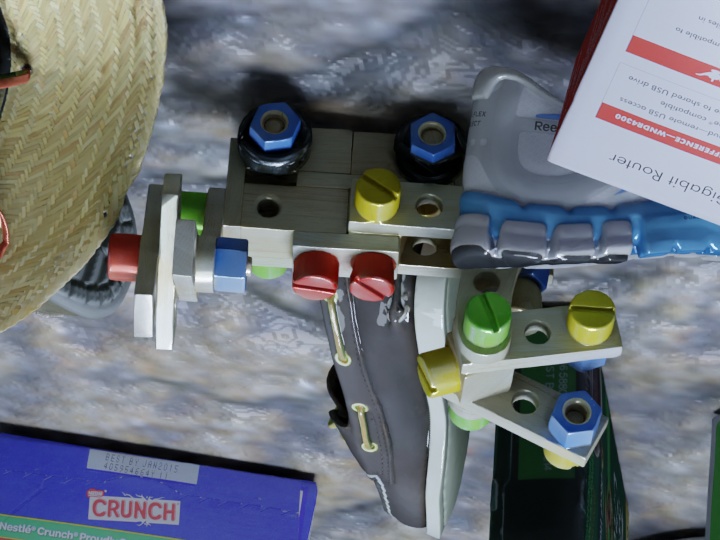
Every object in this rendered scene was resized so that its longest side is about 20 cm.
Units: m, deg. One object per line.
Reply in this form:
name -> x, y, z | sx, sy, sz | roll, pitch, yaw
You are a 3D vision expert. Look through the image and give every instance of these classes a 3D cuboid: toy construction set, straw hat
toy construction set -> 0.000, 0.000, 1.004 | 0.199, 0.132, 0.092 | 11, 148, -13
straw hat -> -0.172, -0.077, 0.951 | 0.200, 0.085, 0.202 | -9, 116, -19

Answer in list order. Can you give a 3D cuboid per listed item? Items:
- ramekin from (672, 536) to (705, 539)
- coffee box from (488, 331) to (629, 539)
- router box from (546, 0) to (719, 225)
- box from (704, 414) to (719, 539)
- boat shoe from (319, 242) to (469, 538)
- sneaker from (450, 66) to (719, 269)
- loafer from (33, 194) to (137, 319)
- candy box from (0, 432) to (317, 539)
ramekin -> 0.196, 0.215, 1.351 | 0.199, 0.098, 0.201 | 6, 149, 4
coffee box -> 0.092, 0.117, 1.192 | 0.044, 0.123, 0.200 | -1, 147, 10
router box -> 0.172, -0.068, 0.745 | 0.199, 0.049, 0.180 | 20, 142, -1
box -> 0.242, 0.168, 1.161 | 0.176, 0.201, 0.097 | 25, 146, -27
boat shoe -> 0.015, 0.046, 1.147 | 0.060, 0.072, 0.202 | 8, 143, 9
sneaker -> 0.128, -0.045, 0.960 | 0.199, 0.087, 0.075 | 0, 177, -22
loafer -> -0.175, -0.045, 1.047 | 0.200, 0.075, 0.070 | 37, 146, -24
candy box -> -0.117, 0.170, 1.374 | 0.168, 0.077, 0.200 | 9, 148, -1
